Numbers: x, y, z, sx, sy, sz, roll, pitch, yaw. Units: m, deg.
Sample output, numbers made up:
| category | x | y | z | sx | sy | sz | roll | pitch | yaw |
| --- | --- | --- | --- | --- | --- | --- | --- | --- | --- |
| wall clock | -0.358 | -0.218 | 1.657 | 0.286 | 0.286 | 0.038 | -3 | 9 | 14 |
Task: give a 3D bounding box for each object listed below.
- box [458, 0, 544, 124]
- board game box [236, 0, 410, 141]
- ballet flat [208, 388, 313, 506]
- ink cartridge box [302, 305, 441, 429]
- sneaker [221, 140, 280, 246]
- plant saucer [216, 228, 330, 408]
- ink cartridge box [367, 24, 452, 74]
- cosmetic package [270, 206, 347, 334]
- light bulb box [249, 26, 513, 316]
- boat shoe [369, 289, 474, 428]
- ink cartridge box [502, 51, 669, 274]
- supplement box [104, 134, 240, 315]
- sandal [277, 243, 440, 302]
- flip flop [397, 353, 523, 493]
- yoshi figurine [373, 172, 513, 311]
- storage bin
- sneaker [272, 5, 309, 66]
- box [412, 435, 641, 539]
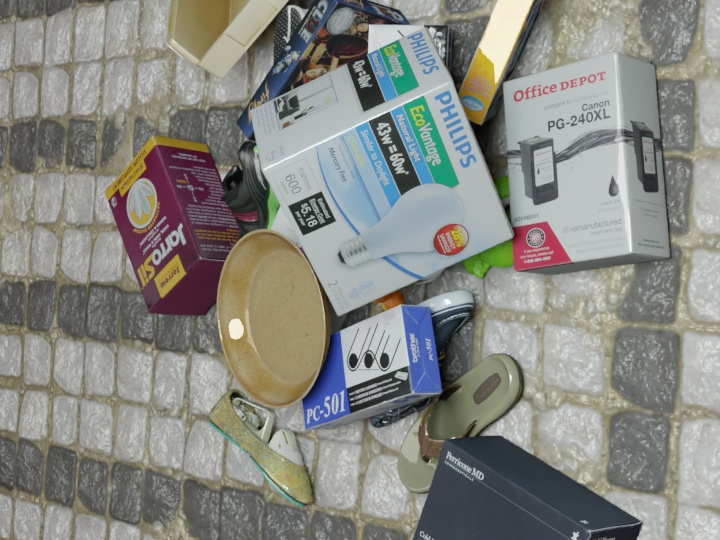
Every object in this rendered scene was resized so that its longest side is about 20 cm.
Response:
| category | x | y | z | sx | sy | sz | roll | pitch | yaw |
| --- | --- | --- | --- | --- | --- | --- | --- | --- | --- |
| box | 0.150 | -0.236 | 1.350 | 0.041 | 0.119 | 0.203 | 23 | 106 | 8 |
| board game box | -0.043 | -0.233 | 1.516 | 0.201 | 0.134 | 0.035 | -53 | 56 | 27 |
| ballet flat | -0.118 | 0.215 | 1.603 | 0.199 | 0.070 | 0.072 | 36 | 111 | 38 |
| ink cartridge box | 0.005 | 0.110 | 1.409 | 0.199 | 0.044 | 0.096 | -27 | 66 | 49 |
| sneaker | -0.132 | -0.090 | 1.587 | 0.083 | 0.077 | 0.201 | 25 | 138 | 5 |
| plant saucer | -0.092 | 0.053 | 1.449 | 0.199 | 0.035 | 0.204 | 8 | 101 | 47 |
| ink cartridge box | 0.054 | -0.175 | 1.449 | 0.092 | 0.044 | 0.204 | 2 | 92 | 11 |
| cosmetic package | -0.071 | 0.021 | 1.559 | 0.112 | 0.081 | 0.202 | 35 | 109 | 35 |
| light bulb box | 0.022 | -0.096 | 1.265 | 0.198 | 0.200 | 0.125 | -24 | 36 | 5 |
| boat shoe | 0.069 | 0.101 | 1.438 | 0.200 | 0.070 | 0.092 | -39 | 63 | 41 |
| ink cartridge box | 0.226 | -0.106 | 1.293 | 0.144 | 0.083 | 0.204 | -10 | 81 | 42 |
| supplement box | -0.245 | -0.059 | 1.709 | 0.131 | 0.102 | 0.202 | -42 | 61 | 32 |
| sandal | -0.002 | -0.007 | 1.452 | 0.199 | 0.050 | 0.084 | -11 | 104 | 9 |
| flip flop | 0.101 | 0.167 | 1.406 | 0.200 | 0.057 | 0.082 | -48 | 58 | 29 |
| yoshi figurine | 0.101 | -0.018 | 1.377 | 0.199 | 0.112 | 0.113 | -34 | 27 | 8 |
| storage bin | -0.149 | -0.376 | 1.601 | 0.200 | 0.093 | 0.200 | -43 | 32 | 31 |
| sneaker | -0.074 | -0.238 | 1.594 | 0.074 | 0.079 | 0.202 | 49 | 136 | 30 |
| box | 0.158 | 0.297 | 1.313 | 0.199 | 0.103 | 0.185 | 29 | 107 | 40 |
